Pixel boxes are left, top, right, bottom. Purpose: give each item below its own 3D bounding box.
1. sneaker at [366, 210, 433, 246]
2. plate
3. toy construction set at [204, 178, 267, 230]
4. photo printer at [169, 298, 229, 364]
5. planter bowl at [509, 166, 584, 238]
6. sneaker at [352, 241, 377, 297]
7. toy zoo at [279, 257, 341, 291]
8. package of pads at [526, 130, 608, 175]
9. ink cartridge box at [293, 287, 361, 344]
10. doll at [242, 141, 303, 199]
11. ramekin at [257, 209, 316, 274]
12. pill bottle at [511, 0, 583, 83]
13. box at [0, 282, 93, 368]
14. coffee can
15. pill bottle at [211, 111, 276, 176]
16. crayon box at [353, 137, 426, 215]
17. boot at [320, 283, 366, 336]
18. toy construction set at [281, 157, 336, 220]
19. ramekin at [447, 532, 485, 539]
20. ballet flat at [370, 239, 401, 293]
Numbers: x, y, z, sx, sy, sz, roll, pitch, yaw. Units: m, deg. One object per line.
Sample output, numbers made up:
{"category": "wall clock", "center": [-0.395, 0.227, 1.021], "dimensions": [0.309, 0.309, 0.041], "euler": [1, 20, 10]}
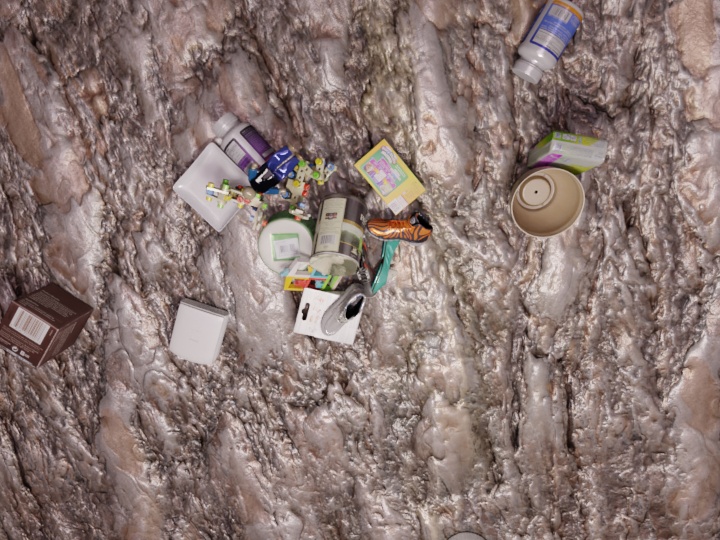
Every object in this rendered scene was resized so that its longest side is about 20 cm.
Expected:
{"category": "sneaker", "center": [0.123, -0.139, 1.539], "dimensions": [0.200, 0.078, 0.112], "euler": [7, 150, -18]}
{"category": "plate", "center": [-0.445, -0.257, 1.606], "dimensions": [0.200, 0.032, 0.200], "euler": [44, 104, -8]}
{"category": "toy construction set", "center": [-0.352, -0.203, 1.531], "dimensions": [0.200, 0.131, 0.092], "euler": [34, 104, -7]}
{"category": "photo printer", "center": [-0.536, 0.209, 1.714], "dimensions": [0.166, 0.069, 0.200], "euler": [19, 105, -1]}
{"category": "planter bowl", "center": [0.520, -0.211, 1.491], "dimensions": [0.200, 0.135, 0.201], "euler": [1, 115, 2]}
{"category": "sneaker", "center": [0.000, 0.000, 1.616], "dimensions": [0.077, 0.082, 0.200], "euler": [-18, 103, 8]}
{"category": "toy zoo", "center": [-0.151, 0.015, 1.585], "dimensions": [0.200, 0.020, 0.131], "euler": [4, 137, -29]}
{"category": "package of pads", "center": [0.569, -0.319, 1.433], "dimensions": [0.154, 0.200, 0.068], "euler": [10, 90, 1]}
{"category": "ink cartridge box", "center": [-0.100, 0.141, 1.663], "dimensions": [0.200, 0.050, 0.161], "euler": [13, 106, -8]}
{"category": "doll", "center": [-0.254, -0.270, 1.478], "dimensions": [0.200, 0.048, 0.136], "euler": [-40, 133, 3]}
{"category": "ramekin", "center": [-0.221, -0.082, 1.602], "dimensions": [0.200, 0.098, 0.200], "euler": [1, 104, 3]}
{"category": "pill bottle", "center": [0.500, -0.619, 1.406], "dimensions": [0.112, 0.112, 0.200], "euler": [29, 105, -4]}
{"category": "box", "center": [-1.015, 0.173, 1.671], "dimensions": [0.166, 0.200, 0.164], "euler": [34, 104, -5]}
{"category": "coffee can", "center": [-0.063, -0.102, 1.514], "dimensions": [0.146, 0.146, 0.200], "euler": [7, 67, 2]}
{"category": "pill bottle", "center": [-0.338, -0.364, 1.530], "dimensions": [0.111, 0.111, 0.200], "euler": [-41, 98, 13]}
{"category": "crayon box", "center": [0.089, -0.280, 1.550], "dimensions": [0.119, 0.058, 0.200], "euler": [-39, 99, 12]}
{"category": "boot", "center": [-0.055, 0.132, 1.590], "dimensions": [0.074, 0.096, 0.200], "euler": [31, 102, -15]}
{"category": "toy construction set", "center": [-0.164, -0.245, 1.546], "dimensions": [0.131, 0.092, 0.200], "euler": [22, 86, 17]}
{"category": "ramekin", "center": [0.383, 1.033, 1.852], "dimensions": [0.202, 0.094, 0.203], "euler": [1, 105, 3]}
{"category": "ballet flat", "center": [0.087, -0.020, 1.595], "dimensions": [0.070, 0.067, 0.200], "euler": [14, 87, -3]}
